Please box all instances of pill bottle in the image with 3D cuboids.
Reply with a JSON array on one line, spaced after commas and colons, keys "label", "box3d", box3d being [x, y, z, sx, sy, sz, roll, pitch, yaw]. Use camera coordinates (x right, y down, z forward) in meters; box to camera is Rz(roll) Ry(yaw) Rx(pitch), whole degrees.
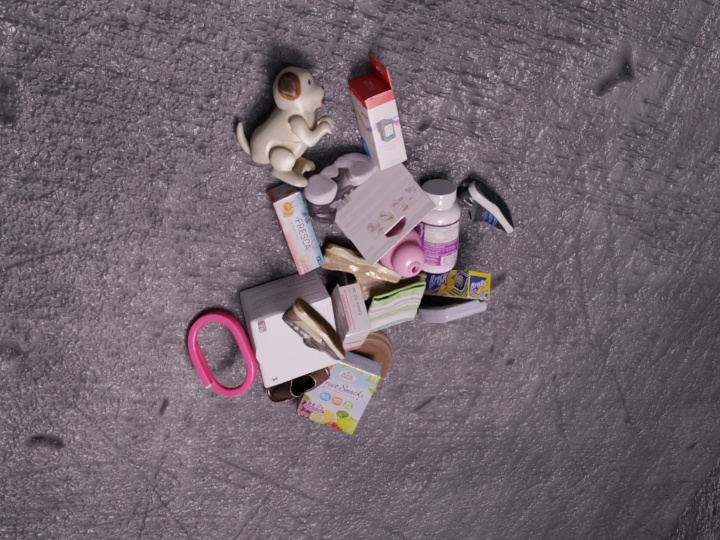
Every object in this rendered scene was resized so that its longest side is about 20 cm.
[{"label": "pill bottle", "box3d": [0.183, -0.107, 1.678, 0.109, 0.113, 0.205, -11, 124, -16]}]

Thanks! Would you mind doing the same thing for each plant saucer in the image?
[{"label": "plant saucer", "box3d": [0.001, 0.247, 1.871, 0.194, 0.030, 0.205, -12, 125, -17]}]

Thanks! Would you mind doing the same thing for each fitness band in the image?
[{"label": "fitness band", "box3d": [-0.321, 0.196, 1.633, 0.140, 0.037, 0.205, -23, 95, 15]}]

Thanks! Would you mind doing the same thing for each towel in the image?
[{"label": "towel", "box3d": [0.086, 0.095, 1.750, 0.145, 0.031, 0.201, -19, 159, -13]}]

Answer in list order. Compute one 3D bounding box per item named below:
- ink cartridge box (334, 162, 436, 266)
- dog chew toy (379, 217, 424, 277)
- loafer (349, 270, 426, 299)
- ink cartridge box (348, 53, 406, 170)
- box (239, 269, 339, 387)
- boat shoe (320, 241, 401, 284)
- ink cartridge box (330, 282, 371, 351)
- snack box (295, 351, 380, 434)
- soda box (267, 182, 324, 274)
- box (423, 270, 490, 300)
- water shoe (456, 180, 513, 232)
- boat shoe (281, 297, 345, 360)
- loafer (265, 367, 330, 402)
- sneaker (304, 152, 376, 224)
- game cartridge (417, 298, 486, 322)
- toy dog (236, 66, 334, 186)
[{"label": "ink cartridge box", "box3d": [0.045, -0.139, 1.568, 0.199, 0.177, 0.045, -41, 169, 6]}, {"label": "dog chew toy", "box3d": [0.083, -0.059, 1.604, 0.121, 0.201, 0.127, -14, 130, -17]}, {"label": "loafer", "box3d": [0.068, 0.032, 1.734, 0.193, 0.076, 0.070, -5, 107, -9]}, {"label": "ink cartridge box", "box3d": [0.032, -0.330, 1.469, 0.066, 0.117, 0.204, -22, 126, -8]}, {"label": "box", "box3d": [-0.165, 0.135, 1.661, 0.194, 0.131, 0.204, -16, 126, -13]}, {"label": "boat shoe", "box3d": [0.000, 0.000, 1.659, 0.195, 0.072, 0.078, 20, 92, -5]}, {"label": "ink cartridge box", "box3d": [-0.027, 0.109, 1.657, 0.066, 0.120, 0.201, -13, 162, -14]}, {"label": "snack box", "box3d": [-0.059, 0.306, 1.817, 0.164, 0.068, 0.204, 20, 115, -10]}, {"label": "soda box", "box3d": [-0.143, -0.095, 1.570, 0.067, 0.064, 0.204, -23, 127, -8]}, {"label": "box", "box3d": [0.233, 0.034, 1.732, 0.068, 0.199, 0.067, 7, 87, -27]}, {"label": "water shoe", "box3d": [0.309, -0.151, 1.749, 0.078, 0.073, 0.199, -26, 135, 30]}, {"label": "boat shoe", "box3d": [-0.104, 0.140, 1.572, 0.064, 0.074, 0.201, -31, 125, 11]}, {"label": "loafer", "box3d": [-0.168, 0.280, 1.748, 0.197, 0.071, 0.074, -29, 94, 29]}, {"label": "sneaker", "box3d": [-0.050, -0.174, 1.527, 0.198, 0.075, 0.115, -34, 157, -33]}, {"label": "game cartridge", "box3d": [0.221, 0.100, 1.780, 0.130, 0.200, 0.043, -18, 93, -14]}, {"label": "toy dog", "box3d": [-0.140, -0.306, 1.414, 0.190, 0.140, 0.204, 24, 115, 6]}]
